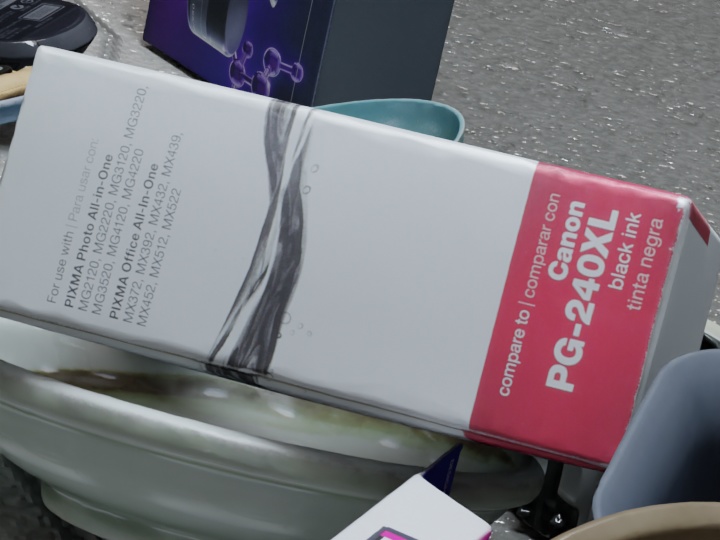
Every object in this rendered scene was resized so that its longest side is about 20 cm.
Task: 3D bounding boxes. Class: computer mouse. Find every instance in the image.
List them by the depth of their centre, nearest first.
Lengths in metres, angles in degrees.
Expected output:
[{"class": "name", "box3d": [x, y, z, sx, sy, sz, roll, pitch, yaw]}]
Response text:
[{"class": "computer mouse", "box3d": [-0.199, -0.106, 1.327, 0.199, 0.046, 0.140, 6, 23, 16]}]

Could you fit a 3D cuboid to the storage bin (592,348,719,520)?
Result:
[{"class": "storage bin", "box3d": [0.150, 0.132, 0.784, 0.199, 0.135, 0.146, 17, 30, 13]}]

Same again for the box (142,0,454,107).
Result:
[{"class": "box", "box3d": [-0.018, -0.177, 1.390, 0.079, 0.201, 0.141, -6, 27, -41]}]

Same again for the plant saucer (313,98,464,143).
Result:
[{"class": "plant saucer", "box3d": [-0.054, -0.018, 1.103, 0.199, 0.028, 0.200, -16, 16, 5]}]

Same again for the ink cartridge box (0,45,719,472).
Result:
[{"class": "ink cartridge box", "box3d": [0.000, 0.000, 0.903, 0.199, 0.084, 0.145, 15, -1, 12]}]

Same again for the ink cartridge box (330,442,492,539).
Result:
[{"class": "ink cartridge box", "box3d": [-0.010, 0.120, 0.781, 0.037, 0.095, 0.200, 20, 22, 17]}]

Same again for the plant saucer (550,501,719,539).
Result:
[{"class": "plant saucer", "box3d": [0.093, 0.143, 0.636, 0.199, 0.029, 0.201, 15, 51, -19]}]

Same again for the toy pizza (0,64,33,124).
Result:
[{"class": "toy pizza", "box3d": [-0.210, -0.061, 1.110, 0.199, 0.032, 0.200, -8, 8, 1]}]

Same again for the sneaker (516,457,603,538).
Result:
[{"class": "sneaker", "box3d": [0.127, 0.088, 0.986, 0.090, 0.067, 0.200, -1, 23, -28]}]

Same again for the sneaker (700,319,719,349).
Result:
[{"class": "sneaker", "box3d": [0.055, 0.018, 1.113, 0.199, 0.071, 0.093, 9, 27, -3]}]

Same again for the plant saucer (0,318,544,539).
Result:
[{"class": "plant saucer", "box3d": [-0.043, 0.061, 0.939, 0.199, 0.050, 0.200, 13, 4, -1]}]
